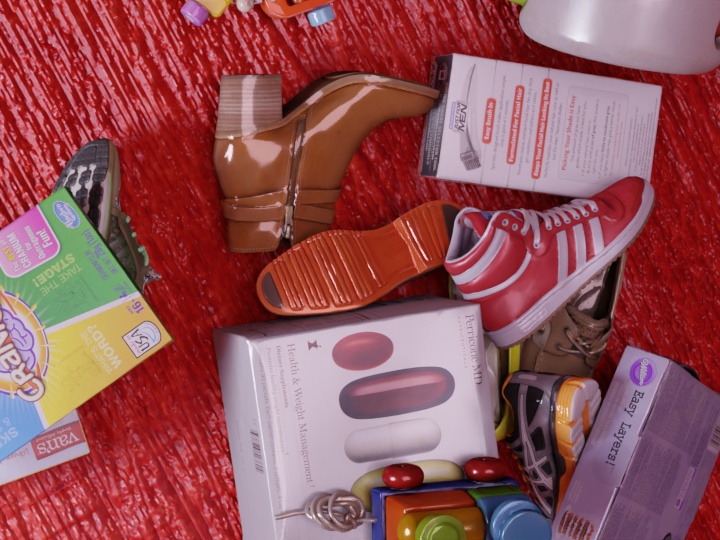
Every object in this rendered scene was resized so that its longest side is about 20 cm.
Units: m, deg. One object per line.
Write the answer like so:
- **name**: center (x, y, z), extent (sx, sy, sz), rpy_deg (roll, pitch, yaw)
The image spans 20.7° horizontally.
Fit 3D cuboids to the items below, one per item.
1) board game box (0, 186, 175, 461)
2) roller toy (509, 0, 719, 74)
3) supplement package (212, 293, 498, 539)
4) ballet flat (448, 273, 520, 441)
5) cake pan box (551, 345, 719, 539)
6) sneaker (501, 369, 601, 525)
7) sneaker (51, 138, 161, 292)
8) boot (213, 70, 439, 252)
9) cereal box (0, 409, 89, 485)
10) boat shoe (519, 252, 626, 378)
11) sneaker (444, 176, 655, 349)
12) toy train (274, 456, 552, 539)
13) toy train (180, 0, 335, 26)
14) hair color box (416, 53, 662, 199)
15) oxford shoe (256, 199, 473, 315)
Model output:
- **board game box**: center (-0.272, 0.052, 1.572), extent (0.200, 0.040, 0.153), rpy_deg (-36, 92, -3)
- **roller toy**: center (0.237, -0.253, 1.690), extent (0.200, 0.182, 0.140), rpy_deg (0, 108, -35)
- **supplement package**: center (-0.002, 0.130, 1.663), extent (0.200, 0.147, 0.191), rpy_deg (-9, 94, -15)
- **ballet flat**: center (0.109, 0.053, 1.728), extent (0.067, 0.067, 0.200), rpy_deg (-3, 95, 15)
- **cake pan box**: center (0.252, 0.175, 1.734), extent (0.184, 0.052, 0.200), rpy_deg (28, 83, -59)
- **sneaker**: center (0.166, 0.156, 1.725), extent (0.078, 0.077, 0.200), rpy_deg (-52, 150, -39)
- **sneaker**: center (-0.209, -0.010, 1.653), extent (0.089, 0.077, 0.200), rpy_deg (2, 89, -48)
- **boot**: center (-0.028, -0.092, 1.688), extent (0.200, 0.077, 0.155), rpy_deg (-4, 98, -23)
- **cereal box**: center (-0.322, 0.081, 1.625), extent (0.144, 0.040, 0.200), rpy_deg (-19, 97, -14)
- **boat shoe**: center (0.188, 0.050, 1.758), extent (0.071, 0.065, 0.200), rpy_deg (14, 88, -16)
- **sneaker**: center (0.157, -0.039, 1.677), extent (0.200, 0.071, 0.113), rpy_deg (-44, 108, -17)
- **toy train**: center (0.043, 0.201, 1.542), extent (0.200, 0.116, 0.085), rpy_deg (-3, 96, -16)
- **toy train**: center (-0.106, -0.286, 1.671), extent (0.150, 0.056, 0.200), rpy_deg (-27, 102, -15)
- **hair color box**: center (0.158, -0.123, 1.745), extent (0.200, 0.064, 0.111), rpy_deg (7, 91, -18)
- **oxford shoe**: center (0.000, 0.000, 1.692), extent (0.200, 0.073, 0.071), rpy_deg (-16, 80, -21)
